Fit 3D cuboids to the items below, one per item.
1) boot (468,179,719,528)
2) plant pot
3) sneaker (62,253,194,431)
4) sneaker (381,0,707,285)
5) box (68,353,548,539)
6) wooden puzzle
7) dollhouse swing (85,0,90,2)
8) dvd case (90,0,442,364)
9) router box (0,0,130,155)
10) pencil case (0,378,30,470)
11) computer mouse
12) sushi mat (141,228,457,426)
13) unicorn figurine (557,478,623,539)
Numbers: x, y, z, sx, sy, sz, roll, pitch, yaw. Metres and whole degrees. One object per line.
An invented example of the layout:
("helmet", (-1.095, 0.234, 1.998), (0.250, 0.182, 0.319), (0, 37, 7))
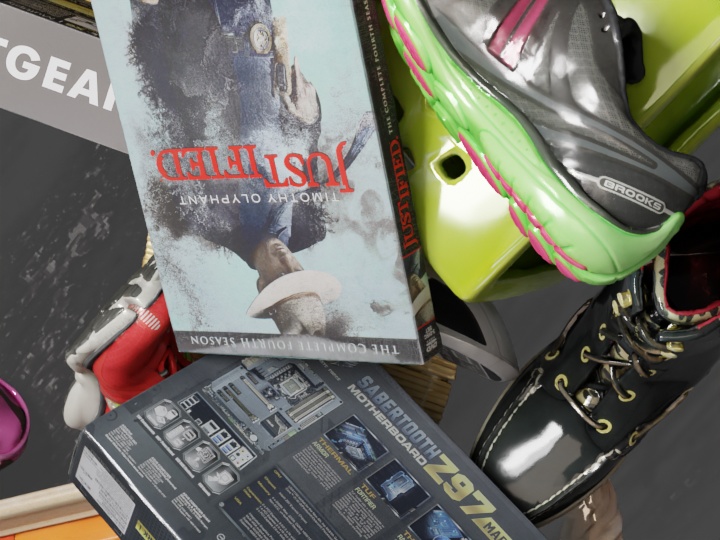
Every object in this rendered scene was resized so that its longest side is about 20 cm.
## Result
("boot", (0.126, 0.042, 0.789), (0.204, 0.154, 0.073), (-44, 77, -4))
("plant pot", (0.082, -0.117, 0.788), (0.181, 0.200, 0.199), (47, 105, 13))
("sneaker", (-0.107, 0.056, 0.873), (0.085, 0.200, 0.077), (37, 66, 6))
("sneaker", (0.069, -0.087, 0.661), (0.084, 0.077, 0.200), (-32, 74, -4))
("box", (-0.019, 0.122, 0.786), (0.200, 0.158, 0.051), (45, 141, 17))
("wooden puzzle", (-0.161, 0.172, 0.896), (0.200, 0.185, 0.037), (-10, 59, 17))
("dollhouse swing", (-0.140, -0.236, 0.852), (0.200, 0.182, 0.176), (8, 87, 13))
("dvd case", (-0.045, -0.055, 0.726), (0.146, 0.022, 0.200), (2, 113, 34))
("router box", (-0.152, -0.111, 0.847), (0.200, 0.157, 0.052), (20, 101, 0))
("pencil case", (-0.283, 0.147, 0.962), (0.091, 0.094, 0.200), (38, 105, -11))
("computer mouse", (0.000, 0.000, 0.847), (0.200, 0.110, 0.044), (25, 82, 14))
("sushi mat", (-0.040, 0.033, 0.927), (0.200, 0.012, 0.096), (18, 100, 12))
("unicorn figurine", (0.113, 0.192, 0.869), (0.137, 0.074, 0.200), (-45, 66, 7))
